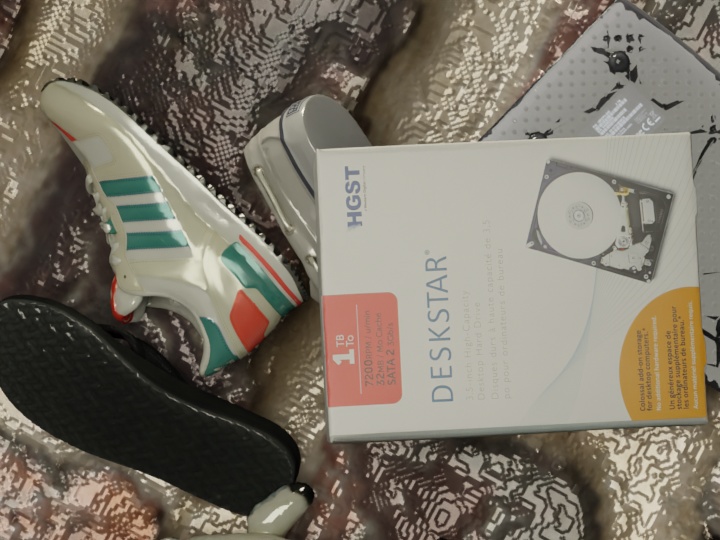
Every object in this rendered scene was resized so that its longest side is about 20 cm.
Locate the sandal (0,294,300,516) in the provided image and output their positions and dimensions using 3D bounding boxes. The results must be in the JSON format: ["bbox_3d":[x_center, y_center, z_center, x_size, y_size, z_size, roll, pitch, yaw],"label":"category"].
[{"bbox_3d":[-0.127,0.077,1.257,0.200,0.048,0.075,31,114,-5],"label":"sandal"}]

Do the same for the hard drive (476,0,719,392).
[{"bbox_3d":[0.176,-0.042,1.225,0.200,0.042,0.135,45,93,8],"label":"hard drive"}]

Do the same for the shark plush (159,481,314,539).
[{"bbox_3d":[-0.090,0.200,1.229,0.199,0.083,0.091,-19,43,0],"label":"shark plush"}]

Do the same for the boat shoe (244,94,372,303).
[{"bbox_3d":[0.000,0.000,1.237,0.066,0.072,0.200,-29,96,35],"label":"boat shoe"}]

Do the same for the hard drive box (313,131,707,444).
[{"bbox_3d":[0.077,0.011,1.159,0.199,0.077,0.157,-4,86,-2],"label":"hard drive box"}]

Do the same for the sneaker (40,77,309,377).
[{"bbox_3d":[-0.127,-0.024,1.251,0.200,0.070,0.093,42,86,6],"label":"sneaker"}]

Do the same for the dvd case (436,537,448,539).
[{"bbox_3d":[0.074,0.270,1.228,0.142,0.018,0.201,21,88,8],"label":"dvd case"}]
